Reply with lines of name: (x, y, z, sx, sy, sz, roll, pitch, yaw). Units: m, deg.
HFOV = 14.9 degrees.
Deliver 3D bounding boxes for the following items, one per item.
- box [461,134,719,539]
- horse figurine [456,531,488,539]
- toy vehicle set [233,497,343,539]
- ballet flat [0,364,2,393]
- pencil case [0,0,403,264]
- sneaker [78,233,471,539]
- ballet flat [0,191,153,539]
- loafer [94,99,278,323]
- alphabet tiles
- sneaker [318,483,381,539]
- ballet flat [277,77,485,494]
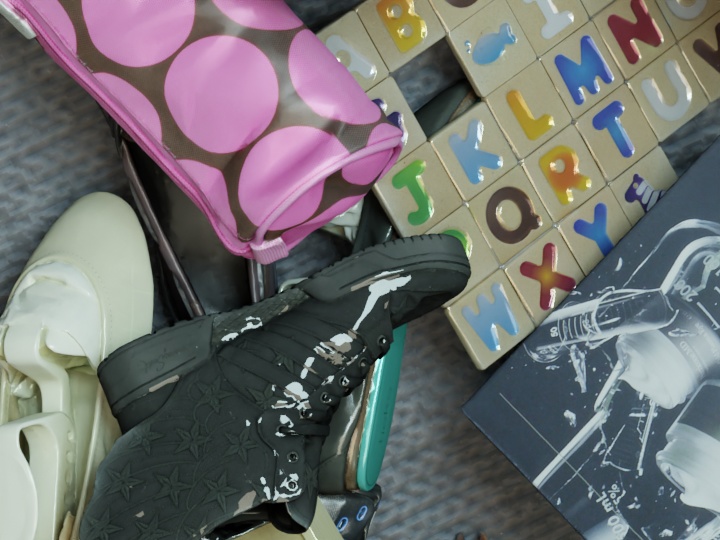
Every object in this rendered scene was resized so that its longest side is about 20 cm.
box: (0.183, 0.072, 1.219, 0.182, 0.104, 0.200, -47, 66, 5)
horse figurine: (0.042, 0.229, 1.255, 0.050, 0.200, 0.133, 1, 120, 28)
toy vehicle set: (-0.106, 0.144, 1.228, 0.199, 0.026, 0.125, -32, 84, 19)
ballet flat: (-0.211, 0.055, 1.224, 0.199, 0.065, 0.071, 3, 101, -10)
pencil case: (-0.078, -0.092, 1.146, 0.200, 0.091, 0.094, 45, 73, 6)
sneaker: (-0.034, 0.065, 1.157, 0.199, 0.060, 0.105, -20, 74, -5)
ballet flat: (-0.132, 0.058, 1.187, 0.069, 0.069, 0.201, 6, 77, -10)
loafer: (-0.076, -0.055, 1.220, 0.071, 0.063, 0.201, -17, 105, -5)
alphabet tiles: (0.086, -0.080, 1.230, 0.200, 0.008, 0.168, -37, 106, -21)
sneaker: (-0.010, 0.158, 1.276, 0.200, 0.073, 0.112, 41, 95, -15)
ballet flat: (0.000, 0.000, 1.236, 0.068, 0.068, 0.201, 17, 82, 14)
